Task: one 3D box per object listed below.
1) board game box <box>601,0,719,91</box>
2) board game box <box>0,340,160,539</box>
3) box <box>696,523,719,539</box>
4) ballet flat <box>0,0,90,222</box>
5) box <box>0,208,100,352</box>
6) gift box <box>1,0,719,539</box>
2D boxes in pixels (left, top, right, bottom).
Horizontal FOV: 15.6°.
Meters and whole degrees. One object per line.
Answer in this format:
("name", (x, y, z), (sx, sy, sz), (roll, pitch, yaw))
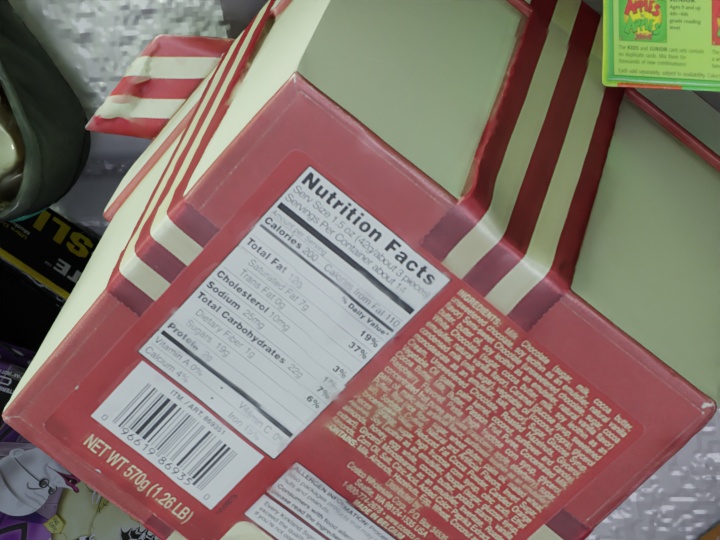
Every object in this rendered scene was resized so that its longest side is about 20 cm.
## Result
("board game box", (0.170, -0.102, 0.773), (0.199, 0.048, 0.102), (6, 105, 29))
("board game box", (-0.082, 0.103, 0.940), (0.199, 0.032, 0.120), (20, 103, -36))
("box", (0.181, 0.141, 0.904), (0.106, 0.152, 0.200), (41, 122, -11))
("ballet flat", (-0.163, -0.098, 0.898), (0.068, 0.068, 0.200), (-29, 110, 29))
("box", (-0.175, 0.048, 1.005), (0.159, 0.049, 0.200), (35, 123, -6))
("gift box", (0.000, 0.000, 0.843), (0.184, 0.187, 0.200), (42, 121, -12))
